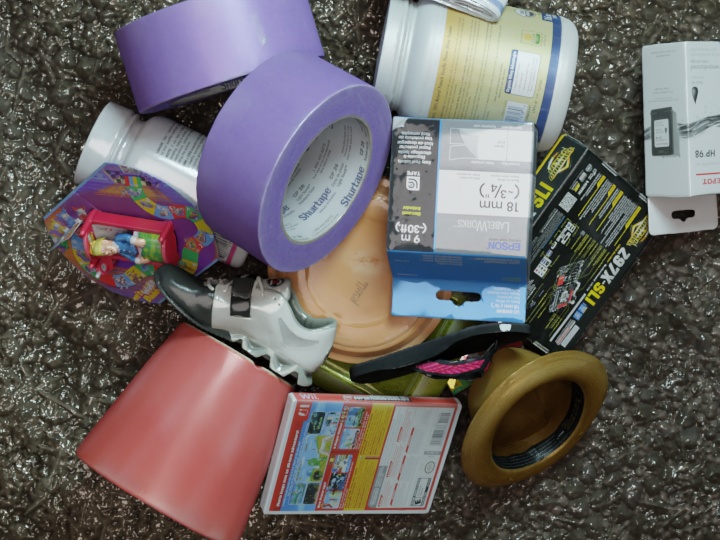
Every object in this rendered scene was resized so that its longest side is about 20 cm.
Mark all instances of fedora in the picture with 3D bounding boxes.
[{"bbox_3d":[0.171,0.142,1.626,0.200,0.201,0.082,-40,53,2],"label":"fedora"}]

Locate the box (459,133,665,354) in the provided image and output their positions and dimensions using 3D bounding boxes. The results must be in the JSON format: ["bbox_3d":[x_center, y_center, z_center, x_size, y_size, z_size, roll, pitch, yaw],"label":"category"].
[{"bbox_3d":[0.215,-0.021,1.616,0.159,0.049,0.201,32,94,-41],"label":"box"}]

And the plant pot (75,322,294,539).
[{"bbox_3d":[-0.171,0.165,1.598,0.200,0.200,0.178,31,84,-3],"label":"plant pot"}]

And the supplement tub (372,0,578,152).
[{"bbox_3d":[0.116,-0.210,1.589,0.198,0.144,0.146,11,94,-3],"label":"supplement tub"}]

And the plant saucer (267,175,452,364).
[{"bbox_3d":[0.000,0.000,1.591,0.198,0.032,0.202,1,99,7],"label":"plant saucer"}]

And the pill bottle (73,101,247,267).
[{"bbox_3d":[-0.193,-0.094,1.607,0.199,0.113,0.114,25,94,-3],"label":"pill bottle"}]

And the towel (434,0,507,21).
[{"bbox_3d":[0.104,-0.350,1.577,0.146,0.024,0.201,22,55,1],"label":"towel"}]

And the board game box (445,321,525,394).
[{"bbox_3d":[0.092,0.026,1.668,0.095,0.030,0.201,-31,92,2],"label":"board game box"}]

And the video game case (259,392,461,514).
[{"bbox_3d":[0.001,0.197,1.623,0.198,0.017,0.144,4,116,-25],"label":"video game case"}]

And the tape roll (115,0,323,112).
[{"bbox_3d":[-0.143,-0.229,1.547,0.198,0.200,0.086,-17,96,0],"label":"tape roll"}]

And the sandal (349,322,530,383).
[{"bbox_3d":[0.086,0.097,1.574,0.199,0.075,0.045,-18,70,15],"label":"sandal"}]

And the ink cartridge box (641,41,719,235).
[{"bbox_3d":[0.364,-0.140,1.615,0.115,0.066,0.202,-6,96,-35],"label":"ink cartridge box"}]

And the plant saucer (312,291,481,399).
[{"bbox_3d":[0.018,0.056,1.638,0.199,0.048,0.201,29,100,1],"label":"plant saucer"}]

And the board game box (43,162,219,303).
[{"bbox_3d":[-0.245,-0.023,1.585,0.158,0.039,0.200,40,136,-18],"label":"board game box"}]

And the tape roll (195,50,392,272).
[{"bbox_3d":[-0.063,-0.106,1.480,0.085,0.200,0.201,30,94,27],"label":"tape roll"}]

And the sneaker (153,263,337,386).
[{"bbox_3d":[-0.114,0.031,1.562,0.199,0.074,0.089,30,108,-11],"label":"sneaker"}]

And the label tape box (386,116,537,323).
[{"bbox_3d":[0.101,-0.050,1.523,0.143,0.063,0.202,3,91,8],"label":"label tape box"}]
